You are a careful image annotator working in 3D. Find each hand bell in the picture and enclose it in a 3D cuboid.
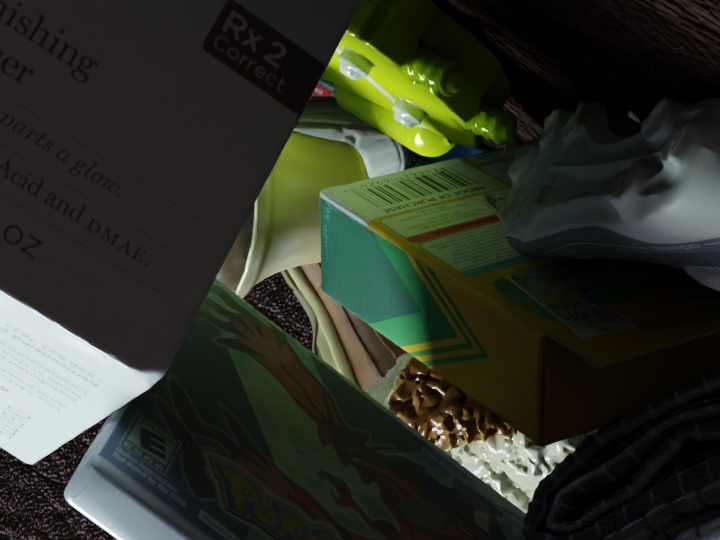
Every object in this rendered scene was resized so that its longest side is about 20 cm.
[{"bbox_3d":[0.023,-0.031,0.985,0.198,0.105,0.104,2,-171,-24],"label":"hand bell"}]

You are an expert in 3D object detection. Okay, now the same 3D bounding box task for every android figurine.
[{"bbox_3d":[-0.013,-0.107,0.893,0.199,0.041,0.182,31,176,38],"label":"android figurine"}]

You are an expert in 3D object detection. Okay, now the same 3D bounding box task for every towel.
[{"bbox_3d":[0.184,0.094,0.802,0.166,0.199,0.086,42,-158,-44],"label":"towel"}]

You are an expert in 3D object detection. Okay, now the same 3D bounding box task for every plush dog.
[{"bbox_3d":[0.082,0.070,0.944,0.199,0.162,0.172,19,173,-19],"label":"plush dog"}]

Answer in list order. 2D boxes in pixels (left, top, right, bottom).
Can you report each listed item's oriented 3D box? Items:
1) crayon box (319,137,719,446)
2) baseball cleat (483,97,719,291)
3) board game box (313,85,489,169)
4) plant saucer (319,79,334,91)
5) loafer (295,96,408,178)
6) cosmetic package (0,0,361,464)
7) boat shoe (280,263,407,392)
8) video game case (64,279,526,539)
[{"bbox_3d":[0.085,0.009,0.851,0.125,0.052,0.200,-14,-153,-28],"label":"crayon box"},{"bbox_3d":[0.116,-0.016,0.768,0.106,0.070,0.200,33,177,-12],"label":"baseball cleat"},{"bbox_3d":[0.073,-0.017,1.179,0.195,0.056,0.200,28,174,46],"label":"board game box"},{"bbox_3d":[-0.036,-0.119,1.073,0.199,0.019,0.070,31,176,29],"label":"plant saucer"},{"bbox_3d":[-0.069,-0.063,1.053,0.198,0.070,0.070,-4,129,18],"label":"loafer"},{"bbox_3d":[-0.118,-0.067,0.736,0.164,0.201,0.165,32,156,-13],"label":"cosmetic package"},{"bbox_3d":[0.000,0.000,1.079,0.072,0.067,0.201,32,-149,-60],"label":"boat shoe"},{"bbox_3d":[-0.002,0.096,0.756,0.199,0.023,0.182,37,-160,-6],"label":"video game case"}]
